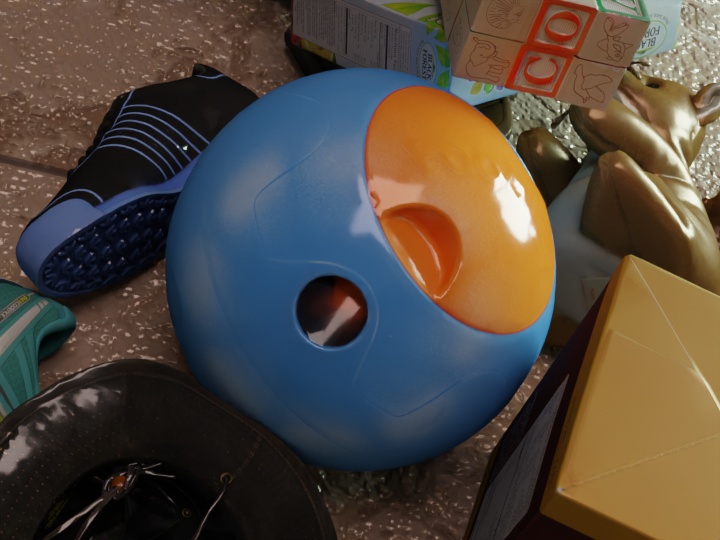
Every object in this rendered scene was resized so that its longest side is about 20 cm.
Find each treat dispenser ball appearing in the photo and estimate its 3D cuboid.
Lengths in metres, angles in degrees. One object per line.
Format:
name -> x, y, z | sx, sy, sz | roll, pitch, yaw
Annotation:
treat dispenser ball -> 0.000, 0.000, 0.696 | 0.198, 0.201, 0.203 | 8, 55, -12

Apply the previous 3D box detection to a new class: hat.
hat -> -0.111, 0.143, 0.627 | 0.199, 0.081, 0.203 | 6, 80, -35

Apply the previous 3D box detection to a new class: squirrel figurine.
squirrel figurine -> 0.183, -0.032, 0.837 | 0.199, 0.142, 0.187 | 37, 43, -8

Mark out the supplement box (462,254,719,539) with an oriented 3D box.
supplement box -> 0.162, 0.136, 0.656 | 0.196, 0.201, 0.134 | 25, 53, 1

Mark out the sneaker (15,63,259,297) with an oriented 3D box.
sneaker -> -0.129, -0.056, 0.775 | 0.078, 0.070, 0.200 | 39, 44, 16

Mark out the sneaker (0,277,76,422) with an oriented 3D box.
sneaker -> -0.181, 0.089, 0.664 | 0.079, 0.078, 0.202 | 14, 54, -18

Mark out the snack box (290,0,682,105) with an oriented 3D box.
snack box -> 0.077, -0.157, 0.825 | 0.199, 0.054, 0.142 | -20, 36, -35

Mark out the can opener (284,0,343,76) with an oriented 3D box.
can opener -> -0.013, -0.160, 0.890 | 0.066, 0.053, 0.201 | -19, 66, -26

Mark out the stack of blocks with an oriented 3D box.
stack of blocks -> 0.102, -0.177, 0.740 | 0.114, 0.059, 0.201 | 10, 44, -13

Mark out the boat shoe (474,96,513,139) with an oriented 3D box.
boat shoe -> 0.063, -0.102, 0.867 | 0.071, 0.073, 0.201 | 5, 34, -2
